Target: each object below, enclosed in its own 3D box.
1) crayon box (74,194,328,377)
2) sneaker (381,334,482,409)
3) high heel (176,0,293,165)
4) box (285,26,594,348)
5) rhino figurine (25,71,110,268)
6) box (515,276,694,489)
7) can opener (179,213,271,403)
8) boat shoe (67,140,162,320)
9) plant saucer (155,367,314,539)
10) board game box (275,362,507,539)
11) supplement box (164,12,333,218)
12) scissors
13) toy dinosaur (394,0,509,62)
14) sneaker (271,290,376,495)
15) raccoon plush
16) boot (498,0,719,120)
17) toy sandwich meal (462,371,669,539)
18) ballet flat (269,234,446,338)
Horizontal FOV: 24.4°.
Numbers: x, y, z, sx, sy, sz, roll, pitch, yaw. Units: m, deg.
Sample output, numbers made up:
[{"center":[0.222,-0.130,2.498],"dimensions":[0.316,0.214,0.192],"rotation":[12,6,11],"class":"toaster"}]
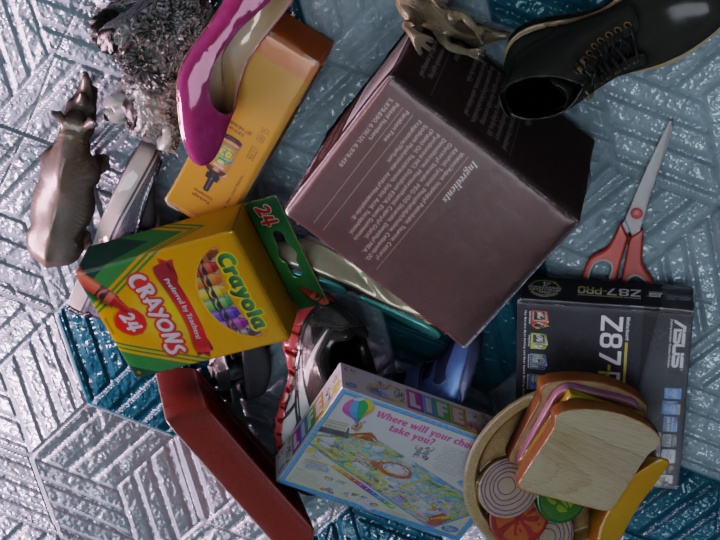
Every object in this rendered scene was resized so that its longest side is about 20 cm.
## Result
[{"center":[-0.144,0.016,1.520],"dimensions":[0.198,0.051,0.128],"rotation":[-15,120,21],"class":"crayon box"},{"center":[0.048,0.129,1.595],"dimensions":[0.082,0.074,0.201],"rotation":[33,116,-2],"class":"sneaker"},{"center":[-0.096,-0.180,1.414],"dimensions":[0.095,0.067,0.202],"rotation":[16,101,22],"class":"high heel"},{"center":[0.072,-0.081,1.435],"dimensions":[0.199,0.166,0.164],"rotation":[37,119,-7],"class":"box"},{"center":[-0.269,-0.092,1.549],"dimensions":[0.059,0.088,0.202],"rotation":[17,117,3],"class":"rhino figurine"},{"center":[0.224,0.105,1.553],"dimensions":[0.159,0.049,0.202],"rotation":[4,120,8],"class":"box"},{"center":[-0.128,0.034,1.609],"dimensions":[0.066,0.053,0.202],"rotation":[-13,115,-17],"class":"can opener"},{"center":[-0.204,-0.027,1.582],"dimensions":[0.092,0.075,0.201],"rotation":[24,125,-7],"class":"boat shoe"},{"center":[-0.115,0.180,1.596],"dimensions":[0.037,0.200,0.200],"rotation":[-39,104,-1],"class":"plant saucer"},{"center":[0.038,0.171,1.549],"dimensions":[0.198,0.034,0.135],"rotation":[21,125,-20],"class":"board game box"},{"center":[-0.101,-0.132,1.508],"dimensions":[0.066,0.069,0.201],"rotation":[31,115,-2],"class":"supplement box"},{"center":[0.239,-0.042,1.505],"dimensions":[0.072,0.014,0.202],"rotation":[6,117,11],"class":"scissors"},{"center":[0.047,-0.225,1.394],"dimensions":[0.199,0.101,0.058],"rotation":[34,104,-28],"class":"toy dinosaur"},{"center":[-0.031,0.124,1.577],"dimensions":[0.097,0.070,0.203],"rotation":[19,109,44],"class":"sneaker"},{"center":[-0.147,-0.190,1.480],"dimensions":[0.198,0.097,0.135],"rotation":[-19,117,19],"class":"raccoon plush"},{"center":[0.211,-0.176,1.379],"dimensions":[0.198,0.139,0.078],"rotation":[-20,110,19],"class":"boot"},{"center":[0.190,0.187,1.510],"dimensions":[0.203,0.070,0.207],"rotation":[-5,117,-9],"class":"toy sandwich meal"},{"center":[0.000,0.000,1.555],"dimensions":[0.198,0.070,0.070],"rotation":[22,117,-1],"class":"ballet flat"}]
